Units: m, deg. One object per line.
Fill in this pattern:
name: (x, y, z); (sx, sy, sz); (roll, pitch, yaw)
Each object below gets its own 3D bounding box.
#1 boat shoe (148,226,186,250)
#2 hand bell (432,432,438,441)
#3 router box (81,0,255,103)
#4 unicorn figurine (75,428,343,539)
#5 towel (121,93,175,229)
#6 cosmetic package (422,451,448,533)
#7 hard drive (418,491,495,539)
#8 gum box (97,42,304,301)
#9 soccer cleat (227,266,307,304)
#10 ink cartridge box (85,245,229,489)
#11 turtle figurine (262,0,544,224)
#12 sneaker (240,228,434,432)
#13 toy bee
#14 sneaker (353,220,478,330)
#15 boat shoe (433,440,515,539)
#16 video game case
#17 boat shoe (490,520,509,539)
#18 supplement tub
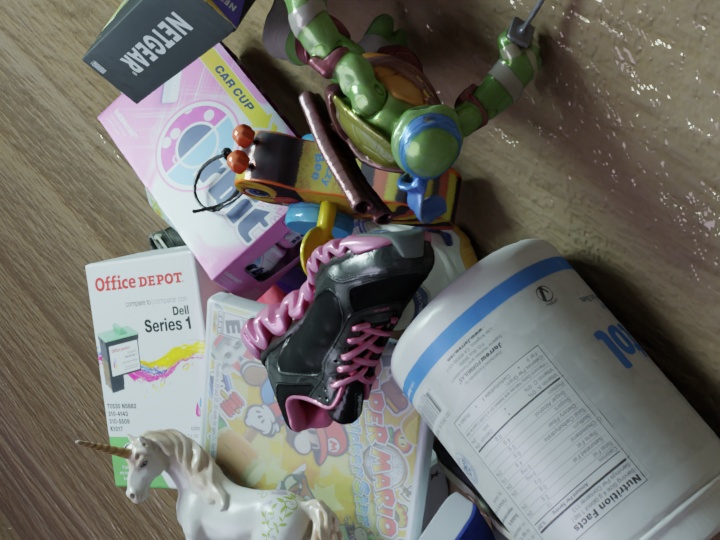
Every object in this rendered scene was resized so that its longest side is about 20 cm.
boat shoe: (-0.155, 0.035, 1.175); (0.071, 0.063, 0.201); (96, 156, -45)
hand bell: (0.008, 0.130, 0.932); (0.199, 0.104, 0.105); (-27, 92, 42)
router box: (-0.094, -0.204, 0.806); (0.052, 0.158, 0.199); (38, 159, -19)
unicorn figurine: (-0.100, 0.188, 0.910); (0.074, 0.198, 0.139); (-39, -50, -77)
towel: (-0.144, -0.092, 1.125); (0.200, 0.048, 0.172); (36, 147, 40)
cosmetic package: (-0.013, 0.155, 1.097); (0.200, 0.074, 0.102); (38, 144, 40)
hard drive: (0.057, 0.247, 0.918); (0.025, 0.132, 0.200); (31, 167, 24)
gum box: (-0.101, -0.080, 0.950); (0.200, 0.113, 0.066); (51, -174, 29)
soccer cleat: (-0.035, 0.042, 0.968); (0.200, 0.076, 0.067); (36, 124, 44)
ink cartridge box: (-0.152, 0.081, 1.077); (0.144, 0.084, 0.202); (-6, 93, 39)
turtle figurine: (0.025, -0.142, 0.705); (0.194, 0.142, 0.202); (-137, 35, -62)
sneaker: (-0.007, 0.043, 0.773); (0.200, 0.078, 0.096); (-45, 55, 54)
toy bee: (-0.039, -0.056, 0.818); (0.109, 0.198, 0.132); (35, -138, -67)
sneaker: (0.000, 0.000, 0.913); (0.199, 0.088, 0.076); (2, 119, 61)
boat shoe: (0.110, 0.134, 0.864); (0.200, 0.072, 0.063); (26, 137, 58)
video game case: (-0.036, 0.132, 0.906); (0.180, 0.023, 0.202); (14, 111, 21)
boat shoe: (0.162, 0.213, 0.854); (0.066, 0.071, 0.200); (-60, 39, 22)
supplement tub: (0.122, 0.094, 0.738); (0.200, 0.131, 0.132); (51, 151, 18)
